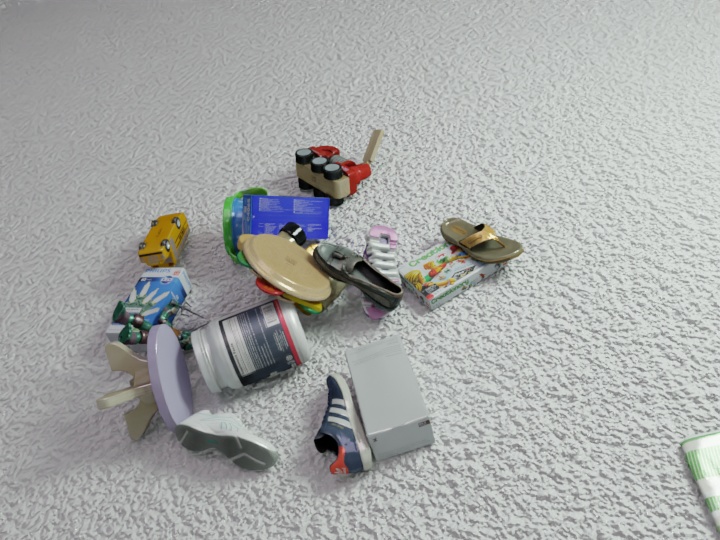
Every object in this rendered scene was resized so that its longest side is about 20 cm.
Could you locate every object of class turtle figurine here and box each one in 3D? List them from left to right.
[{"bbox_3d":[-0.388,0.122,1.493,0.150,0.199,0.101,33,104,47],"label":"turtle figurine"}]

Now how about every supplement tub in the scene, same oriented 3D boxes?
[{"bbox_3d":[-0.206,0.139,1.421,0.199,0.141,0.141,-21,41,-5],"label":"supplement tub"}]

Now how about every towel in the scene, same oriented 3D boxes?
[{"bbox_3d":[0.570,0.313,1.079,0.152,0.023,0.201,-13,43,4],"label":"towel"}]

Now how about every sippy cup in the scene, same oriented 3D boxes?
[{"bbox_3d":[-0.240,-0.102,1.714,0.129,0.179,0.140,-1,6,1],"label":"sippy cup"}]

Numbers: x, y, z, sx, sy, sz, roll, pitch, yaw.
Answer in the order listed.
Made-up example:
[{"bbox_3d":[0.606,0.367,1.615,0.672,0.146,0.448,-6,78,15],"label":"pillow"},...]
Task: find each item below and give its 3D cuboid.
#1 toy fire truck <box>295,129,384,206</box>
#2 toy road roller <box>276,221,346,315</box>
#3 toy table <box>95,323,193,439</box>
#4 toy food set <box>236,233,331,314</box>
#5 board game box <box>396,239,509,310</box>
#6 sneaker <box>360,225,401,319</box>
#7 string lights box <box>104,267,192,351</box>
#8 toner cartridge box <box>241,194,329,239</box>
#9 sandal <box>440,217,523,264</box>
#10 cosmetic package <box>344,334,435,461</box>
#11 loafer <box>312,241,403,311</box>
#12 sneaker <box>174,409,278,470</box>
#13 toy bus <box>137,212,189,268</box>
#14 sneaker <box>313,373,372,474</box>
[{"bbox_3d":[-0.042,-0.272,1.848,0.199,0.129,0.176,-27,41,-30],"label":"toy fire truck"},{"bbox_3d":[-0.139,0.009,1.582,0.200,0.146,0.123,42,59,2],"label":"toy road roller"},{"bbox_3d":[-0.393,0.209,1.380,0.116,0.184,0.201,-13,83,9],"label":"toy table"},{"bbox_3d":[-0.145,-0.001,1.429,0.049,0.199,0.198,-55,23,21],"label":"toy food set"},{"bbox_3d":[0.188,-0.008,1.539,0.199,0.035,0.126,-30,42,-15],"label":"board game box"},{"bbox_3d":[0.036,0.012,1.539,0.080,0.089,0.201,10,64,-12],"label":"sneaker"},{"bbox_3d":[-0.455,0.082,1.623,0.102,0.059,0.201,0,43,19],"label":"string lights box"},{"bbox_3d":[-0.163,-0.117,1.650,0.199,0.096,0.043,-1,5,-36],"label":"toner cartridge box"},{"bbox_3d":[0.239,-0.070,1.522,0.080,0.054,0.200,-37,45,-24],"label":"sandal"},{"bbox_3d":[0.048,0.218,1.303,0.112,0.081,0.201,-16,42,0],"label":"cosmetic package"},{"bbox_3d":[0.000,0.000,1.450,0.200,0.063,0.072,35,58,1],"label":"loafer"},{"bbox_3d":[-0.226,0.289,1.320,0.199,0.071,0.080,14,29,21],"label":"sneaker"},{"bbox_3d":[-0.456,-0.067,1.746,0.065,0.079,0.200,-8,31,6],"label":"toy bus"},{"bbox_3d":[-0.046,0.262,1.286,0.084,0.075,0.200,-17,41,-8],"label":"sneaker"}]
